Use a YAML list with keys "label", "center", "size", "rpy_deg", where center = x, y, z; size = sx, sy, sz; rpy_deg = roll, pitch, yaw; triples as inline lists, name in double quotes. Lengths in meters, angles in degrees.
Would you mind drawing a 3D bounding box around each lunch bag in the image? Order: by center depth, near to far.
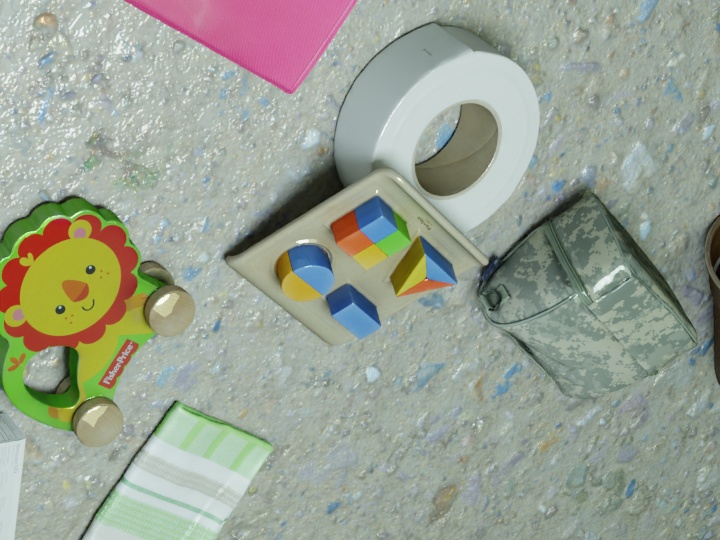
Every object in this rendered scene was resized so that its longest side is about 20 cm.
- label: "lunch bag"
  center: [0.236, 0.039, 2.020]
  size: [0.167, 0.140, 0.200]
  rpy_deg: [-36, 134, 11]

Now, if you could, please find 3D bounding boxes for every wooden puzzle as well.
- label: "wooden puzzle"
  center: [0.000, 0.000, 1.811]
  size: [0.199, 0.047, 0.185]
  rpy_deg: [-27, 140, 21]

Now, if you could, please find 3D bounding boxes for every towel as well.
- label: "towel"
  center: [-0.187, 0.237, 1.902]
  size: [0.149, 0.031, 0.201]
  rpy_deg: [27, 100, -46]

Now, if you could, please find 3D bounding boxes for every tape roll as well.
- label: "tape roll"
  center: [0.075, -0.131, 1.828]
  size: [0.201, 0.071, 0.204]
  rpy_deg: [-19, 128, -26]

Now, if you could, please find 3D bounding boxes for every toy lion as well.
- label: "toy lion"
  center: [-0.261, 0.040, 1.698]
  size: [0.191, 0.069, 0.201]
  rpy_deg: [26, 101, -38]

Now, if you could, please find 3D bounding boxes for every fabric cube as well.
- label: "fabric cube"
  center: [-0.113, -0.293, 1.483]
  size: [0.199, 0.200, 0.197]
  rpy_deg: [26, 102, -44]

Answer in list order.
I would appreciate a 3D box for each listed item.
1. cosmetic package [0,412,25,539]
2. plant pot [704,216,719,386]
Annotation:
- label: "cosmetic package"
  center: [-0.363, 0.232, 1.747]
  size: [0.082, 0.051, 0.201]
  rpy_deg: [-7, 122, -32]
- label: "plant pot"
  center: [0.492, 0.053, 2.197]
  size: [0.199, 0.200, 0.199]
  rpy_deg: [-27, 138, -21]
